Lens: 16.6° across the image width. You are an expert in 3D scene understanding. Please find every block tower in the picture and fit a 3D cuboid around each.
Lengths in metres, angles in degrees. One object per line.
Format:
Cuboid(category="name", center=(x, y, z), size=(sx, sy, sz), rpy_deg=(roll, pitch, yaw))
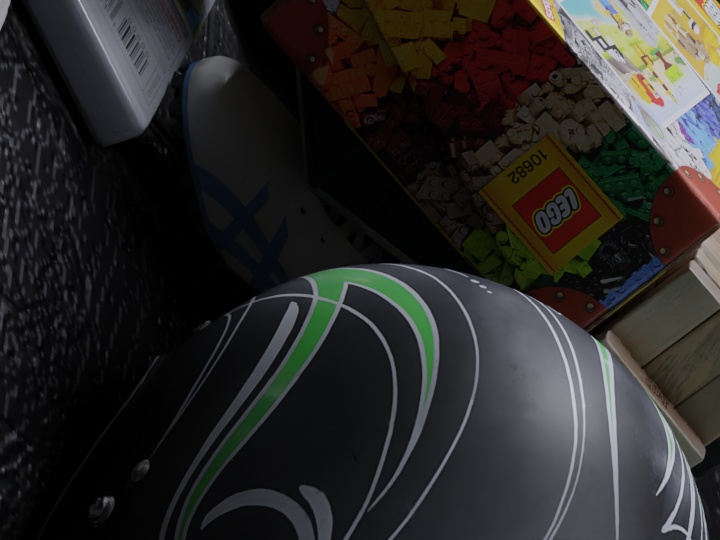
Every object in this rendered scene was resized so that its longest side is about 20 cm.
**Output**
Cuboid(category="block tower", center=(0.124, 0.005, 0.881), size=(0.054, 0.058, 0.200), rpy_deg=(49, 23, -6))

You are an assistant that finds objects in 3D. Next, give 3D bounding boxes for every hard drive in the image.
Cuboid(category="hard drive", center=(0.058, -0.022, 0.923), size=(0.200, 0.033, 0.140), rpy_deg=(37, 26, -27))

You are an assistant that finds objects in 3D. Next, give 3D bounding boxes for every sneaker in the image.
Cuboid(category="sneaker", center=(0.000, 0.000, 0.894), size=(0.200, 0.072, 0.072), rpy_deg=(55, 30, -24))

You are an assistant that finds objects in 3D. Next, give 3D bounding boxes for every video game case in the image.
Cuboid(category="video game case", center=(-0.104, -0.170, 0.865), size=(0.200, 0.023, 0.182), rpy_deg=(64, 23, -24))

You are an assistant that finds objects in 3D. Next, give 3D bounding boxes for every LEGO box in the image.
Cuboid(category="LEGO box", center=(0.064, -0.078, 0.876), size=(0.149, 0.077, 0.200), rpy_deg=(48, 23, -5))

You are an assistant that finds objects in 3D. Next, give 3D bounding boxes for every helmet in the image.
Cuboid(category="helmet", center=(0.009, 0.091, 0.754), size=(0.191, 0.200, 0.200), rpy_deg=(-57, 130, -42))

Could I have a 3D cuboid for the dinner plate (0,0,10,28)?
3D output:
Cuboid(category="dinner plate", center=(-0.148, -0.144, 0.695), size=(0.200, 0.024, 0.201), rpy_deg=(33, 51, -54))
